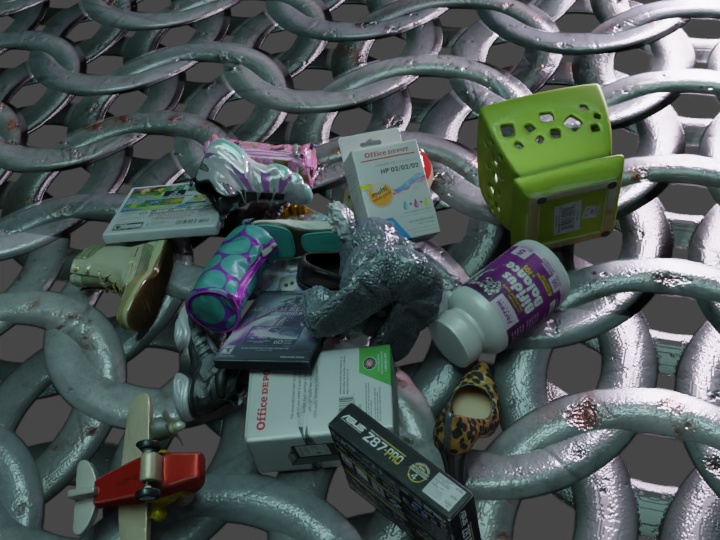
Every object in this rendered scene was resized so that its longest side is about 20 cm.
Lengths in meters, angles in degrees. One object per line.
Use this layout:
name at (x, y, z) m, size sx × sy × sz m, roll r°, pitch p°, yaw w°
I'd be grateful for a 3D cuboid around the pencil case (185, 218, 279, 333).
pencil case at (-0.192, 0.008, 1.399) m, size 0.092 × 0.085 × 0.200 m, roll -14°, pitch 29°, yaw 24°

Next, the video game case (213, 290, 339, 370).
video game case at (-0.113, 0.084, 1.343) m, size 0.142 × 0.019 × 0.200 m, roll -1°, pitch 28°, yaw 16°

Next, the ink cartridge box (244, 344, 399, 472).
ink cartridge box at (-0.050, 0.190, 1.265) m, size 0.199 × 0.084 × 0.146 m, roll -6°, pitch 45°, yaw 6°

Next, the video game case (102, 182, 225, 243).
video game case at (-0.330, -0.106, 1.611) m, size 0.199 × 0.022 × 0.182 m, roll -5°, pitch 31°, yaw 7°

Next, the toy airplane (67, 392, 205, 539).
toy airplane at (-0.283, 0.288, 1.203) m, size 0.199 × 0.141 × 0.200 m, roll 31°, pitch 95°, yaw 45°

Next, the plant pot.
plant pot at (0.302, -0.148, 1.445) m, size 0.198 × 0.200 × 0.182 m, roll -13°, pitch 54°, yaw -1°

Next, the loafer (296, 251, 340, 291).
loafer at (0.000, 0.000, 1.428) m, size 0.199 × 0.063 × 0.072 m, roll -2°, pitch 54°, yaw -6°

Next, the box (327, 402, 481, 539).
box at (0.056, 0.269, 1.118) m, size 0.200 × 0.161 × 0.049 m, roll 31°, pitch 60°, yaw 34°

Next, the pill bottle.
pill bottle at (0.199, 0.051, 1.329) m, size 0.200 × 0.112 × 0.112 m, roll -36°, pitch 51°, yaw -21°

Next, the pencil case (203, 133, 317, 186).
pencil case at (-0.178, -0.195, 1.638) m, size 0.199 × 0.087 × 0.083 m, roll 6°, pitch 32°, yaw 8°

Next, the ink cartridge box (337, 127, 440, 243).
ink cartridge box at (0.044, -0.140, 1.487) m, size 0.115 × 0.068 × 0.201 m, roll -13°, pitch 82°, yaw -15°

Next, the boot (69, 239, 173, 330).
boot at (-0.404, 0.024, 1.500) m, size 0.154 × 0.072 × 0.200 m, roll -1°, pitch 40°, yaw 9°

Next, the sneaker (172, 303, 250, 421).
sneaker at (-0.215, 0.130, 1.365) m, size 0.113 × 0.076 × 0.200 m, roll -7°, pitch 51°, yaw 2°

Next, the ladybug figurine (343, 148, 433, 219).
ladybug figurine at (0.047, -0.157, 1.582) m, size 0.136 × 0.072 × 0.200 m, roll 22°, pitch 55°, yaw 28°

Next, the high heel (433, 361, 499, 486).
high heel at (0.143, 0.169, 1.206) m, size 0.071 × 0.143 × 0.200 m, roll 7°, pitch 49°, yaw 17°

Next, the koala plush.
koala plush at (0.023, -0.006, 1.325) m, size 0.184 × 0.177 × 0.200 m, roll -47°, pitch 33°, yaw 29°

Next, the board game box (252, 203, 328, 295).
board game box at (-0.099, -0.027, 1.520) m, size 0.200 × 0.026 × 0.200 m, roll 24°, pitch 55°, yaw 29°

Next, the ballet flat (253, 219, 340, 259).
ballet flat at (-0.095, -0.056, 1.490) m, size 0.199 × 0.070 × 0.070 m, roll 2°, pitch 47°, yaw 20°

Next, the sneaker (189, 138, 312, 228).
sneaker at (-0.192, -0.123, 1.547) m, size 0.200 × 0.078 × 0.140 m, roll 24°, pitch 61°, yaw 4°
